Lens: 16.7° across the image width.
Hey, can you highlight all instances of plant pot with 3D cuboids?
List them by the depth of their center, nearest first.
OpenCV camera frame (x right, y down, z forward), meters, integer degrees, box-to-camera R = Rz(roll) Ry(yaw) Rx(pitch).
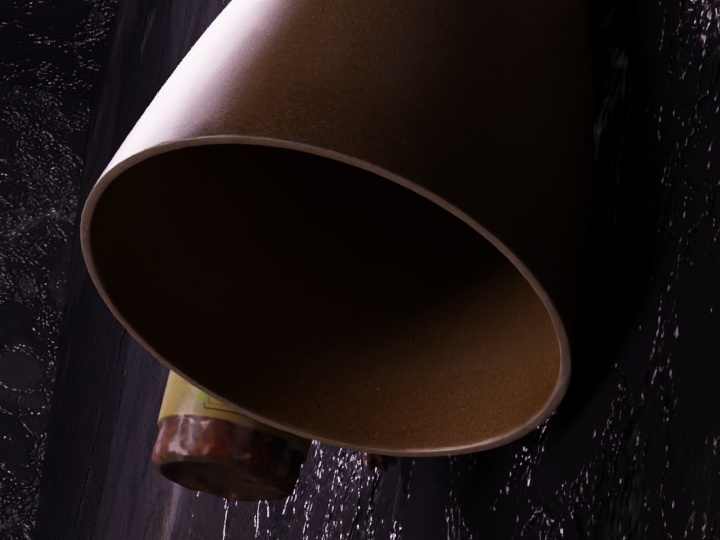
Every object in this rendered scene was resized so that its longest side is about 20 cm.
[{"bbox_3d":[0.013,-0.063,0.940,0.187,0.186,0.200,117,174,-56],"label":"plant pot"}]

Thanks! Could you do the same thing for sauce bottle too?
[{"bbox_3d":[-0.037,-0.006,1.022,0.066,0.066,0.201,131,151,-69],"label":"sauce bottle"}]

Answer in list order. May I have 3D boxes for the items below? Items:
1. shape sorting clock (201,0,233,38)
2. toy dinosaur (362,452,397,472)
[{"bbox_3d":[-0.012,-0.125,1.152,0.200,0.039,0.200,-44,-11,-11],"label":"shape sorting clock"},{"bbox_3d":[0.000,0.000,1.140,0.136,0.086,0.200,115,166,-53],"label":"toy dinosaur"}]
